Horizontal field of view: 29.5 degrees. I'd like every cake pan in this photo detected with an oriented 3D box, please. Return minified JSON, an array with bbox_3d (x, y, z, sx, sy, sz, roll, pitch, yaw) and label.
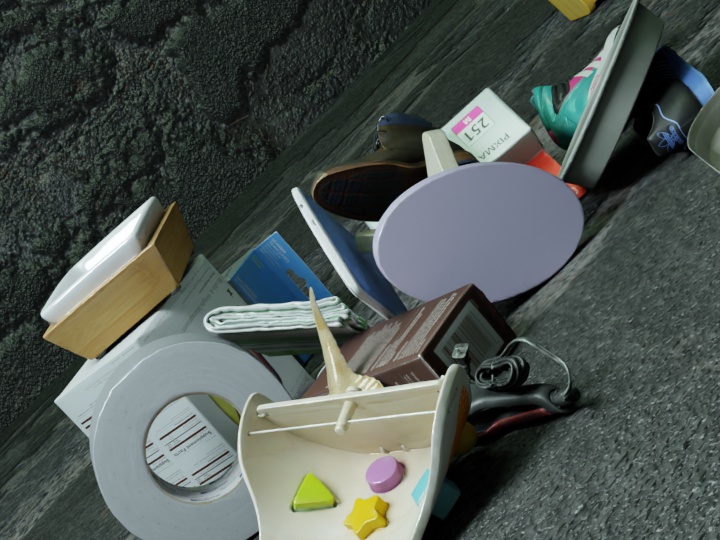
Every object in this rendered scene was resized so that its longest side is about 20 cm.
[{"bbox_3d":[0.245,-0.168,1.330,0.200,0.036,0.202,23,-91,-86],"label":"cake pan"}]

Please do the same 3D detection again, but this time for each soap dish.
[{"bbox_3d":[-0.260,0.008,1.501,0.157,0.081,0.200,-40,12,9],"label":"soap dish"}]

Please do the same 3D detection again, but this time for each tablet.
[{"bbox_3d":[0.000,0.000,1.329,0.014,0.131,0.200,-35,-26,7],"label":"tablet"}]

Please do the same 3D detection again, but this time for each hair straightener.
[{"bbox_3d":[0.095,0.093,1.045,0.041,0.077,0.199,-46,12,-28],"label":"hair straightener"}]

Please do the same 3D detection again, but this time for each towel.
[{"bbox_3d":[-0.061,0.059,1.394,0.147,0.031,0.200,-3,-11,13],"label":"towel"}]

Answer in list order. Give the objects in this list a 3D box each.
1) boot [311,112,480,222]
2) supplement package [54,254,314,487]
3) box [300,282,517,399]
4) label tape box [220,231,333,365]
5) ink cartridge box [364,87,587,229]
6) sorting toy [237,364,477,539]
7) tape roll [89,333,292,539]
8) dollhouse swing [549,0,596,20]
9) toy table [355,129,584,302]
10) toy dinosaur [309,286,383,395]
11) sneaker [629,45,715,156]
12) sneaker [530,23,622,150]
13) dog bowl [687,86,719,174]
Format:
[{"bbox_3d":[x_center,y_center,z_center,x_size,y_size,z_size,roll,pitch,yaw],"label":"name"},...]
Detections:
[{"bbox_3d":[0.022,-0.108,1.392,0.198,0.097,0.075,-6,-49,-31],"label":"boot"},{"bbox_3d":[-0.189,0.133,1.517,0.147,0.200,0.192,-33,15,31],"label":"supplement package"},{"bbox_3d":[0.040,0.093,1.238,0.199,0.075,0.100,-24,22,52],"label":"box"},{"bbox_3d":[-0.135,0.071,1.690,0.199,0.144,0.066,-37,12,22],"label":"label tape box"},{"bbox_3d":[0.113,-0.076,1.445,0.200,0.044,0.174,-42,45,3],"label":"ink cartridge box"},{"bbox_3d":[-0.006,0.181,1.027,0.198,0.107,0.181,-11,45,34],"label":"sorting toy"},{"bbox_3d":[-0.158,0.164,1.306,0.200,0.201,0.066,-43,13,-7],"label":"tape roll"},{"bbox_3d":[0.373,-0.518,2.103,0.200,0.182,0.176,-45,-8,-15],"label":"dollhouse swing"},{"bbox_3d":[0.099,-0.039,1.301,0.197,0.186,0.117,0,8,-13],"label":"toy table"},{"bbox_3d":[-0.015,0.123,1.195,0.058,0.201,0.101,8,-41,-46],"label":"toy dinosaur"},{"bbox_3d":[0.292,-0.163,1.326,0.078,0.070,0.200,-35,13,9],"label":"sneaker"},{"bbox_3d":[0.259,-0.205,1.564,0.120,0.084,0.201,-19,25,38],"label":"sneaker"},{"bbox_3d":[0.354,-0.137,1.067,0.200,0.059,0.200,-41,12,11],"label":"dog bowl"}]
